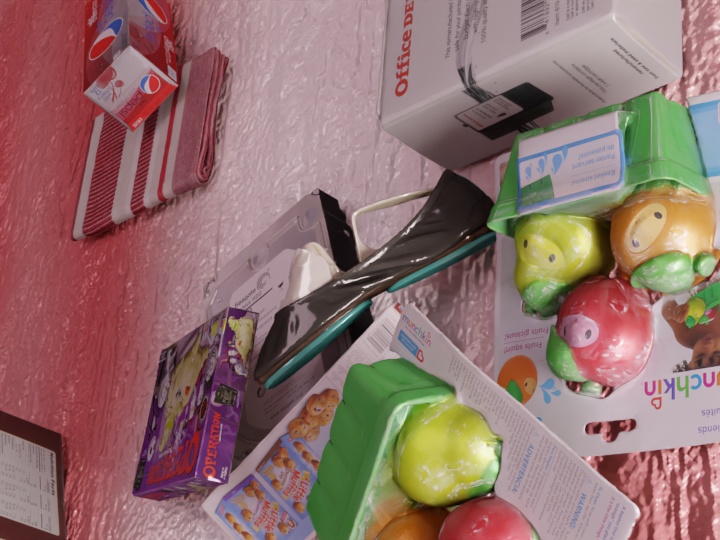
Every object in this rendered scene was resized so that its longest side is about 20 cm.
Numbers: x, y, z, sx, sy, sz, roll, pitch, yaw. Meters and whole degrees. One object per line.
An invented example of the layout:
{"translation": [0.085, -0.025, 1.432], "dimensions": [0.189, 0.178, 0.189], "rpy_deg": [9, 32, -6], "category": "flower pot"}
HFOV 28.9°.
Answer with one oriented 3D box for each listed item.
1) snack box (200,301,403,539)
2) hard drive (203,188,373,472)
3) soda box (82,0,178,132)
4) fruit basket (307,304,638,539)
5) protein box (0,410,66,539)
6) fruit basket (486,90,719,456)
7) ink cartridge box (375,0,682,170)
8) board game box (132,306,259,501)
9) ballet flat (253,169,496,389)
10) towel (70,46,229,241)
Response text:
{"translation": [-0.019, 0.116, 0.934], "dimensions": [0.072, 0.024, 0.200], "rpy_deg": [45, 108, 5], "category": "snack box"}
{"translation": [-0.053, 0.052, 1.038], "dimensions": [0.139, 0.038, 0.201], "rpy_deg": [-38, 42, 26], "category": "hard drive"}
{"translation": [-0.225, -0.220, 1.357], "dimensions": [0.070, 0.063, 0.201], "rpy_deg": [-41, 31, 18], "category": "soda box"}
{"translation": [0.061, 0.146, 0.787], "dimensions": [0.200, 0.093, 0.187], "rpy_deg": [37, 121, 37], "category": "fruit basket"}
{"translation": [-0.387, 0.210, 1.183], "dimensions": [0.198, 0.199, 0.136], "rpy_deg": [-39, 42, 25], "category": "protein box"}
{"translation": [0.142, 0.005, 0.802], "dimensions": [0.184, 0.093, 0.202], "rpy_deg": [-13, 61, 44], "category": "fruit basket"}
{"translation": [0.113, -0.172, 0.952], "dimensions": [0.199, 0.083, 0.148], "rpy_deg": [-19, 54, 40], "category": "ink cartridge box"}
{"translation": [-0.124, 0.103, 1.026], "dimensions": [0.200, 0.032, 0.121], "rpy_deg": [149, 129, -65], "category": "board game box"}
{"translation": [0.000, 0.000, 0.944], "dimensions": [0.199, 0.068, 0.069], "rpy_deg": [-33, 82, -3], "category": "ballet flat"}
{"translation": [-0.201, -0.115, 1.325], "dimensions": [0.199, 0.023, 0.145], "rpy_deg": [-20, 53, 41], "category": "towel"}
